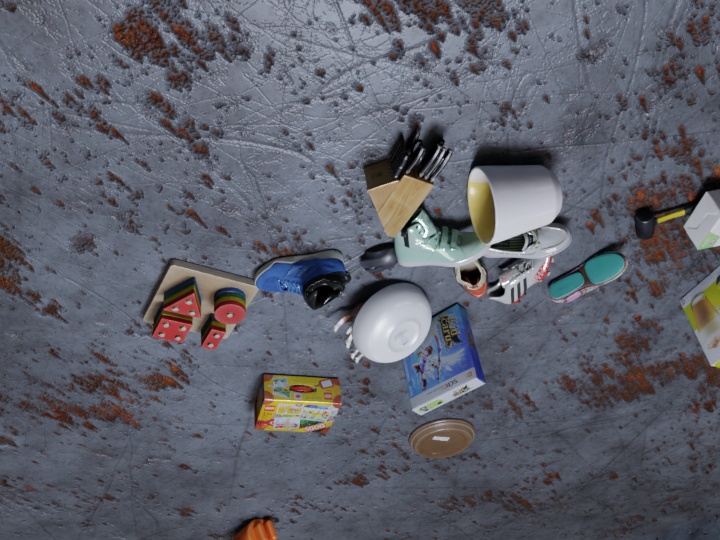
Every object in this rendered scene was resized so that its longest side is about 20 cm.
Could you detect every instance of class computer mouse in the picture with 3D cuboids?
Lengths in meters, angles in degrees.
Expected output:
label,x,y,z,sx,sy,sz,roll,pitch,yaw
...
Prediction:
label,x,y,z,sx,sy,sz,roll,pitch,yaw
computer mouse,0.000,0.000,1.726,0.198,0.034,0.059,-27,137,21

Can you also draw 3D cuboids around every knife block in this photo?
label,x,y,z,sx,sy,sz,roll,pitch,yaw
knife block,0.102,-0.167,1.526,0.173,0.065,0.201,-16,139,9

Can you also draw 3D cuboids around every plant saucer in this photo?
label,x,y,z,sx,sy,sz,roll,pitch,yaw
plant saucer,0.239,0.494,2.347,0.197,0.030,0.202,-4,139,-4

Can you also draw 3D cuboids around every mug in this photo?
label,x,y,z,sx,sy,sz,roll,pitch,yaw
mug,0.297,-0.142,1.564,0.151,0.187,0.152,-11,108,-10

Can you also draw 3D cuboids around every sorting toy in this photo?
label,x,y,z,sx,sy,sz,roll,pitch,yaw
sorting toy,-0.345,0.086,1.735,0.198,0.070,0.199,15,134,-25

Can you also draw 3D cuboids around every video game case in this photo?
label,x,y,z,sx,sy,sz,roll,pitch,yaw
video game case,0.183,0.205,1.865,0.180,0.202,0.045,-31,139,24

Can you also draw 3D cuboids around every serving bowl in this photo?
label,x,y,z,sx,sy,sz,roll,pitch,yaw
serving bowl,0.082,0.131,1.808,0.198,0.066,0.202,-17,129,-22

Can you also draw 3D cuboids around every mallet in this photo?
label,x,y,z,sx,sy,sz,roll,pitch,yaw
mallet,0.679,-0.116,1.714,0.197,0.042,0.066,-14,140,0

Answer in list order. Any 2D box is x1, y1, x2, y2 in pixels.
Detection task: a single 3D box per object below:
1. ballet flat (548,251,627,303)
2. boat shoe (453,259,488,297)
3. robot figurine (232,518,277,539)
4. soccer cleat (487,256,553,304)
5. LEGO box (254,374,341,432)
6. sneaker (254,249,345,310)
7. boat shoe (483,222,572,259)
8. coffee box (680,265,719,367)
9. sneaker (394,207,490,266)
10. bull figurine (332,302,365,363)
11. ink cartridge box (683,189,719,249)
label,x,y,z,sx,sy,sz,roll,pitch,yaw
ballet flat,0.520,0.017,1.823,0.199,0.070,0.071,-33,153,31
boat shoe,0.240,0.005,1.753,0.070,0.063,0.201,-18,140,8
robot figurine,-0.348,0.889,2.631,0.116,0.144,0.200,39,126,-7
soccer cleat,0.351,0.007,1.773,0.084,0.069,0.201,5,142,-22
LEGO box,-0.163,0.342,2.058,0.197,0.078,0.150,5,138,-16
sneaker,-0.126,0.031,1.679,0.197,0.112,0.077,-11,140,3
boat shoe,0.345,-0.057,1.675,0.197,0.075,0.067,-11,175,4
coffee box,0.921,0.107,1.887,0.197,0.200,0.200,13,135,-24
sneaker,0.161,-0.071,1.623,0.197,0.074,0.119,-7,133,12
bull figurine,0.020,0.153,1.872,0.121,0.065,0.201,-37,132,-8
ink cartridge box,0.796,-0.119,1.686,0.197,0.068,0.118,-10,145,-15
